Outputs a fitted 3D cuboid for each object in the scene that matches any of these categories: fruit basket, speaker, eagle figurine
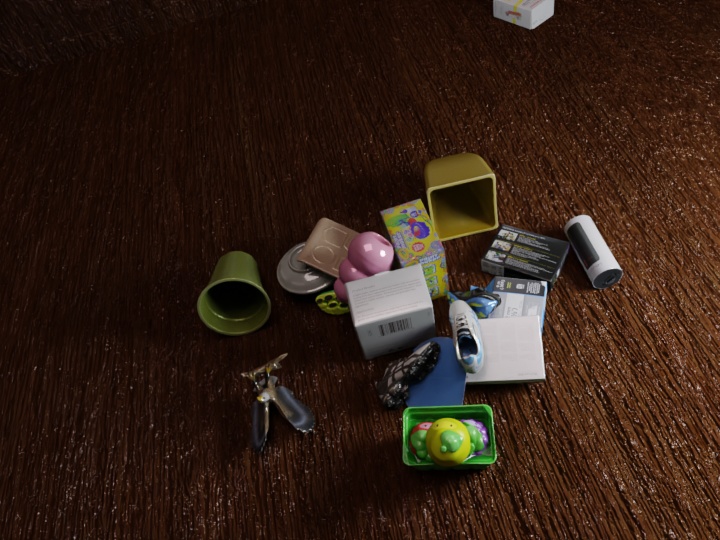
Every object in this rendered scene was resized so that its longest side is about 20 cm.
[{"bbox_3d":[0.187,0.357,1.292,0.213,0.217,0.157,-5,50,10],"label":"fruit basket"},{"bbox_3d":[0.616,-0.050,1.597,0.080,0.082,0.201,-14,50,2],"label":"speaker"},{"bbox_3d":[-0.221,0.331,1.485,0.151,0.150,0.201,-34,75,37],"label":"eagle figurine"}]

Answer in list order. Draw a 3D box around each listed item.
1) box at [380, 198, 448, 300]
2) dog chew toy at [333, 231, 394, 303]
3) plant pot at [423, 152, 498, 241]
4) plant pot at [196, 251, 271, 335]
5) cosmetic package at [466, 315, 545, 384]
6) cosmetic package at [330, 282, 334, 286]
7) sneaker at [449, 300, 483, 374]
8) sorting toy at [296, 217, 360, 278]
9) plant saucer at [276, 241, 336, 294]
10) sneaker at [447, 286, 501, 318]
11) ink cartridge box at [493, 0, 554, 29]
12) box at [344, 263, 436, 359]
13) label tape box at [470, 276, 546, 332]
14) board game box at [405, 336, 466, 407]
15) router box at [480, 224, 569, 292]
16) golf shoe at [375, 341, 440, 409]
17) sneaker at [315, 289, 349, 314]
[{"bbox_3d":[0.147,-0.046,1.636,0.121,0.193,0.201,-18,50,-1],"label":"box"},{"bbox_3d":[0.000,0.000,1.562,0.201,0.124,0.125,-55,50,16],"label":"dog chew toy"},{"bbox_3d":[0.281,-0.238,1.767,0.192,0.197,0.201,-12,43,4],"label":"plant pot"},{"bbox_3d":[-0.355,0.046,1.708,0.198,0.201,0.191,-15,38,2],"label":"plant pot"},{"bbox_3d":[0.335,0.193,1.446,0.198,0.052,0.152,-5,68,17],"label":"cosmetic package"},{"bbox_3d":[-0.068,-0.003,1.747,0.198,0.051,0.083,-10,50,6],"label":"cosmetic package"},{"bbox_3d":[0.247,0.144,1.411,0.071,0.073,0.201,-14,47,10],"label":"sneaker"},{"bbox_3d":[-0.058,-0.050,1.694,0.198,0.037,0.186,21,49,5],"label":"sorting toy"},{"bbox_3d":[-0.150,-0.024,1.720,0.198,0.050,0.201,-7,49,8],"label":"plant saucer"},{"bbox_3d":[0.288,0.082,1.537,0.082,0.071,0.199,-22,9,-21],"label":"sneaker"},{"bbox_3d":[0.654,-1.062,2.410,0.145,0.084,0.200,-38,53,-18],"label":"ink cartridge box"},{"bbox_3d":[0.079,0.108,1.517,0.197,0.201,0.132,-14,57,2],"label":"box"},{"bbox_3d":[0.372,0.093,1.550,0.198,0.066,0.144,7,54,17],"label":"label tape box"},{"bbox_3d":[0.193,0.263,1.455,0.157,0.039,0.202,-4,66,37],"label":"board game box"},{"bbox_3d":[0.450,-0.037,1.644,0.199,0.051,0.150,20,57,27],"label":"router box"},{"bbox_3d":[0.108,0.236,1.458,0.200,0.078,0.095,-49,44,5],"label":"golf shoe"},{"bbox_3d":[-0.027,0.064,1.682,0.198,0.075,0.084,-17,25,3],"label":"sneaker"}]
